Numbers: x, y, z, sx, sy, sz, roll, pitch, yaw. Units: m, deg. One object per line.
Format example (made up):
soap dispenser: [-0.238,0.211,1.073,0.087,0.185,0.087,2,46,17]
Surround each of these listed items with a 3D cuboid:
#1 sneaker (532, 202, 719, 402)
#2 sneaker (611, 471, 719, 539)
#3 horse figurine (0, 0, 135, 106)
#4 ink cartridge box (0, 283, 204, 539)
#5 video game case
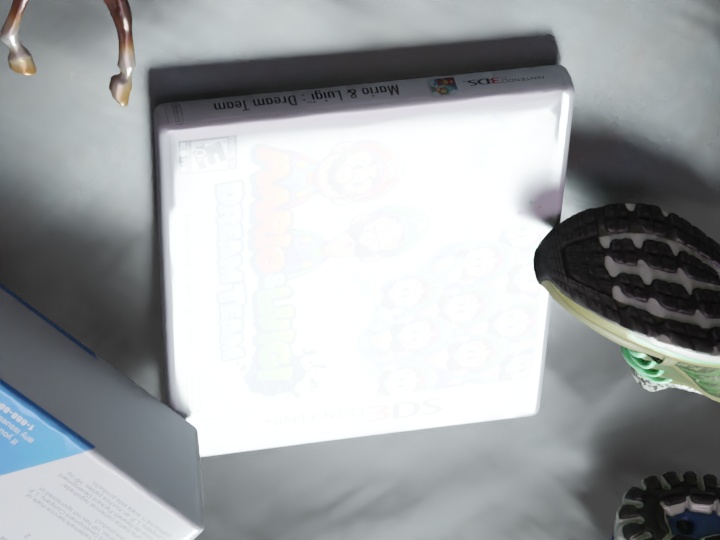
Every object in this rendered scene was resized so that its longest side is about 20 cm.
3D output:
sneaker: [0.149,0.033,1.073,0.199,0.077,0.089,19,139,-33]
sneaker: [0.224,0.154,1.206,0.199,0.079,0.089,4,138,-7]
horse figurine: [-0.149,-0.137,0.854,0.199,0.050,0.133,8,116,-13]
ink cartridge box: [-0.189,0.117,1.031,0.144,0.085,0.200,39,109,-25]
video game case: [0.000,0.000,1.037,0.181,0.024,0.201,-6,132,-9]
